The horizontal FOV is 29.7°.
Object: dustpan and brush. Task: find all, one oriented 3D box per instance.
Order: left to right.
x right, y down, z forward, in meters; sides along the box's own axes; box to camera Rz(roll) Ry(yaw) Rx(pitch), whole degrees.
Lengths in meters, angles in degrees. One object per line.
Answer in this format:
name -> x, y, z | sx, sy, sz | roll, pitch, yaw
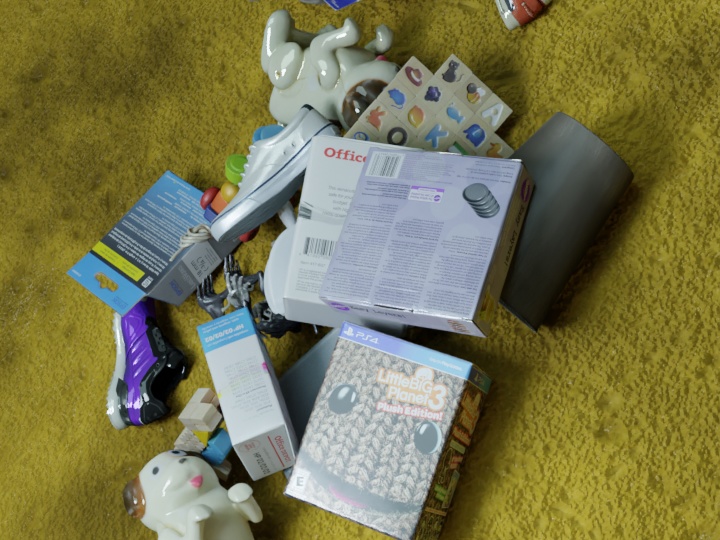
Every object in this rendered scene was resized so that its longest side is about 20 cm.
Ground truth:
dustpan and brush -> -0.068, -0.031, 1.648 | 0.138, 0.057, 0.201 | -18, 59, -11

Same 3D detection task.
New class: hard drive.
hard drive -> -0.029, 0.150, 1.616 | 0.200, 0.033, 0.140 | -42, 52, 13

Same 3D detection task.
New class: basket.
basket -> 0.195, -0.061, 1.493 | 0.200, 0.136, 0.180 | -49, 46, 2

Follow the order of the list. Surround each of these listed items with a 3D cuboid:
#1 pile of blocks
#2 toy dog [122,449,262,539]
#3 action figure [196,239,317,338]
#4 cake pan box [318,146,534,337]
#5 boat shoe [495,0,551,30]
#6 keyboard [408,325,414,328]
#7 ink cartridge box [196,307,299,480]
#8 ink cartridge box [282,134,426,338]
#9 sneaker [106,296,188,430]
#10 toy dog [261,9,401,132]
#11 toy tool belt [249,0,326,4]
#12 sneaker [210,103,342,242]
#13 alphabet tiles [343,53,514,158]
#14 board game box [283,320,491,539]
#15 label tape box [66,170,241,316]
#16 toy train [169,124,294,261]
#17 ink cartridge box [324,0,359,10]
pile of blocks -> -0.176, 0.198, 1.629 | 0.082, 0.200, 0.062 | 32, 60, 3
toy dog -> -0.182, 0.299, 1.567 | 0.201, 0.139, 0.194 | 60, 151, 4
action figure -> -0.118, 0.026, 1.683 | 0.199, 0.103, 0.119 | 8, 32, 43
cake pan box -> 0.066, -0.034, 1.439 | 0.198, 0.052, 0.186 | 7, 67, 30
boat shoe -> 0.166, -0.383, 1.698 | 0.062, 0.071, 0.201 | -40, 56, 17
keyboard -> 0.000, 0.000, 1.653 | 0.201, 0.056, 0.011 | 59, 147, 37
ink cartridge box -> -0.121, 0.160, 1.567 | 0.067, 0.115, 0.201 | -21, 60, -2
ink cartridge box -> -0.001, -0.039, 1.551 | 0.144, 0.084, 0.202 | 10, 71, 3
sneaker -> -0.271, 0.110, 1.789 | 0.098, 0.070, 0.202 | -10, 63, 19
toy dog -> -0.025, -0.226, 1.708 | 0.199, 0.139, 0.196 | 23, 92, 39
toy tool belt -> -0.087, -0.461, 1.877 | 0.122, 0.125, 0.202 | 5, 72, 27
sneaker -> -0.112, -0.118, 1.648 | 0.200, 0.073, 0.071 | -42, 77, -1
alphabet tiles -> 0.080, -0.148, 1.618 | 0.166, 0.006, 0.200 | 41, 98, -4
board game box -> 0.032, 0.180, 1.486 | 0.158, 0.097, 0.202 | 16, 82, 21
label tape box -> -0.271, -0.022, 1.811 | 0.200, 0.063, 0.144 | -47, 48, -14
toy train -> -0.161, -0.096, 1.709 | 0.084, 0.116, 0.200 | 37, 52, 16
ink cartridge box -> 0.027, -0.404, 1.761 | 0.199, 0.037, 0.095 | -28, 49, -18
